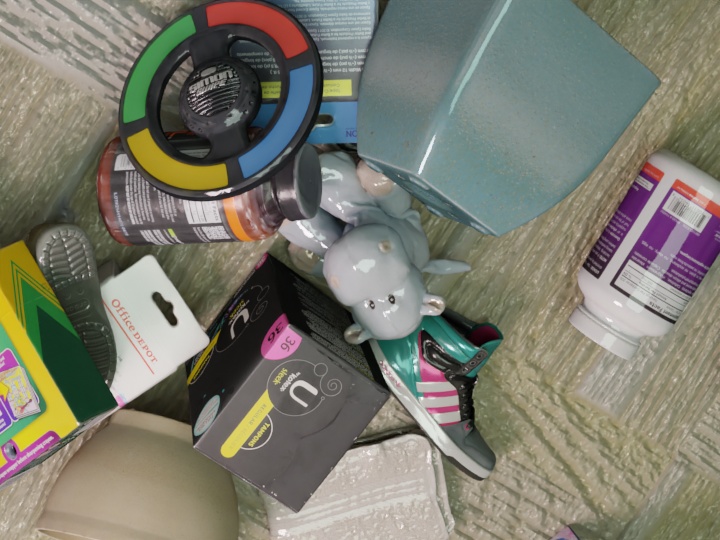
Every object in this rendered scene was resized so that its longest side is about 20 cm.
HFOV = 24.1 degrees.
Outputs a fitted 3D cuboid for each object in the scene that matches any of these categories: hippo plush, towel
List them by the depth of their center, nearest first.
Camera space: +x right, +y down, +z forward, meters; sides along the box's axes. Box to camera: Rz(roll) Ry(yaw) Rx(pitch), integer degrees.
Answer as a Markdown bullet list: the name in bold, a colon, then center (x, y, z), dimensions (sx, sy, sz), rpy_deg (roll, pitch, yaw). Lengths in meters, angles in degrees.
- **hippo plush**: center (0.000, 0.000, 1.612), dimensions (0.158, 0.162, 0.201), rpy_deg (-18, 127, 16)
- **towel**: center (-0.004, 0.245, 1.767), dimensions (0.198, 0.034, 0.134), rpy_deg (-14, 107, -7)

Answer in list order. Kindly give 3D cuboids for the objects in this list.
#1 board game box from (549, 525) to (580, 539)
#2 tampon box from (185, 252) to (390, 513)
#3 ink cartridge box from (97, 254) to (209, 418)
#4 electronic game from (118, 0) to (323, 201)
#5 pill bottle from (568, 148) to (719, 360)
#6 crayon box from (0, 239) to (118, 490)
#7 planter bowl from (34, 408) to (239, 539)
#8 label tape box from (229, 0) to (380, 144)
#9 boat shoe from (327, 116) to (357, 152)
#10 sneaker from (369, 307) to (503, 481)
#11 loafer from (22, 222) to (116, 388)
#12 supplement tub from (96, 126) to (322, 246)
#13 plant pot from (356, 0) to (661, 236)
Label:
- **board game box**: center (0.290, 0.388, 1.779), dimensions (0.041, 0.200, 0.200), rpy_deg (-39, 110, 2)
- **tampon box**: center (-0.076, 0.104, 1.620), dimensions (0.126, 0.200, 0.150), rpy_deg (35, 100, -18)
- **ink cartridge box**: center (-0.258, 0.074, 1.650), dimensions (0.199, 0.068, 0.117), rpy_deg (-33, 108, 0)
- **electronic game**: center (-0.127, -0.156, 1.516), dimensions (0.199, 0.201, 0.042), rpy_deg (-38, 150, 2)
- **pill bottle**: center (0.296, -0.014, 1.711), dimensions (0.112, 0.113, 0.201), rpy_deg (29, 99, -17)
- **crayon box**: center (-0.332, 0.096, 1.545), dimensions (0.199, 0.058, 0.174), rpy_deg (-35, 84, 40)
- **planter bowl**: center (-0.205, 0.216, 1.652), dimensions (0.198, 0.200, 0.136), rpy_deg (19, 74, -16)
- **label tape box**: center (-0.052, -0.224, 1.595), dimensions (0.141, 0.066, 0.202), rpy_deg (-1, 109, 3)
- **boat shoe**: center (0.067, -0.149, 1.648), dimensions (0.198, 0.071, 0.073), rpy_deg (-18, 109, -5)
- **sneaker**: center (0.106, 0.112, 1.729), dimensions (0.120, 0.084, 0.200), rpy_deg (-37, 108, 11)
- **loafer**: center (-0.276, 0.043, 1.576), dimensions (0.075, 0.069, 0.202), rpy_deg (-13, 117, -30)
- **supplement tub**: center (-0.138, -0.079, 1.572), dimensions (0.198, 0.107, 0.108), rpy_deg (-2, 108, 19)
- **plant pot**: center (0.110, -0.149, 1.526), dimensions (0.196, 0.195, 0.201), rpy_deg (33, 85, -31)
